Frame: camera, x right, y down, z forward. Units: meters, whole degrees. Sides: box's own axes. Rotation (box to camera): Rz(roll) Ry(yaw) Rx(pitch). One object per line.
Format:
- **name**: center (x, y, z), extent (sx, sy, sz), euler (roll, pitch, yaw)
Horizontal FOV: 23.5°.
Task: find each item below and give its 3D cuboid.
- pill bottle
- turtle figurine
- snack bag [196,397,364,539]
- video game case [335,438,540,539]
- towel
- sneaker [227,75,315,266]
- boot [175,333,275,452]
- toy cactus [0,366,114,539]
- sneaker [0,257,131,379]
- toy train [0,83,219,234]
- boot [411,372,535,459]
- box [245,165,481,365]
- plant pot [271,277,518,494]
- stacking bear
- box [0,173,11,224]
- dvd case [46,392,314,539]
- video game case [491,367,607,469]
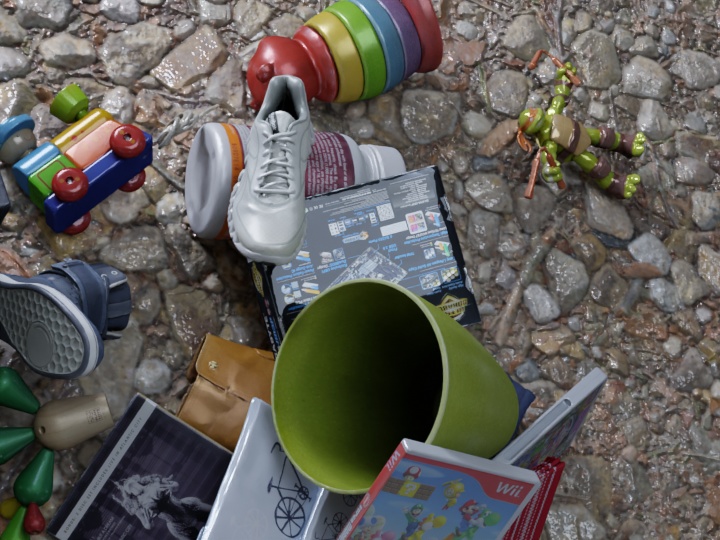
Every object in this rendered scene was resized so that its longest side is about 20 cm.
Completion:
- **pill bottle**: center (-0.063, -0.081, 1.710), extent (0.200, 0.114, 0.114), euler (3, 69, -22)
- **turtle figurine**: center (0.229, -0.133, 1.889), extent (0.161, 0.064, 0.200), euler (24, 53, -22)
- **snack bag**: center (-0.046, 0.227, 1.542), extent (0.200, 0.021, 0.189), euler (36, 52, -21)
- **video game case**: center (0.046, 0.235, 1.478), extent (0.143, 0.200, 0.017), euler (17, 27, -31)
- **towel**: center (0.116, 0.260, 1.618), extent (0.022, 0.145, 0.200), euler (30, 29, 29)
- **sneaker**: center (-0.079, -0.093, 1.577), extent (0.075, 0.081, 0.200), euler (6, 52, -5)
- **boot**: center (-0.083, 0.093, 1.656), extent (0.144, 0.071, 0.201), euler (32, 64, -9)
- **toy cactus**: center (-0.300, 0.142, 1.512), extent (0.165, 0.102, 0.200), euler (-17, 79, -8)
- **sneaker**: center (-0.247, 0.042, 1.542), extent (0.146, 0.202, 0.077), euler (0, 106, -41)
- **toy train**: center (-0.248, -0.136, 1.663), extent (0.200, 0.085, 0.116), euler (-40, 76, -22)
- **boot**: center (0.097, 0.167, 1.704), extent (0.090, 0.073, 0.200), euler (36, 59, 0)
- **box**: center (0.000, 0.000, 1.640), extent (0.200, 0.046, 0.159), euler (-16, 88, -19)
- **plant pot**: center (0.054, 0.116, 1.560), extent (0.200, 0.187, 0.187), euler (17, 59, -52)
- **stacking bear**: center (-0.026, -0.224, 1.793), extent (0.200, 0.121, 0.114), euler (-24, 73, -20)
- **box**: center (-0.419, -0.046, 1.489), extent (0.182, 0.200, 0.104), euler (-14, 76, -27)
- **dvd case**: center (-0.158, 0.224, 1.562), extent (0.200, 0.016, 0.149), euler (34, 91, -9)
- **video game case**: center (0.154, 0.189, 1.683), extent (0.018, 0.143, 0.200), euler (43, 58, 17)
